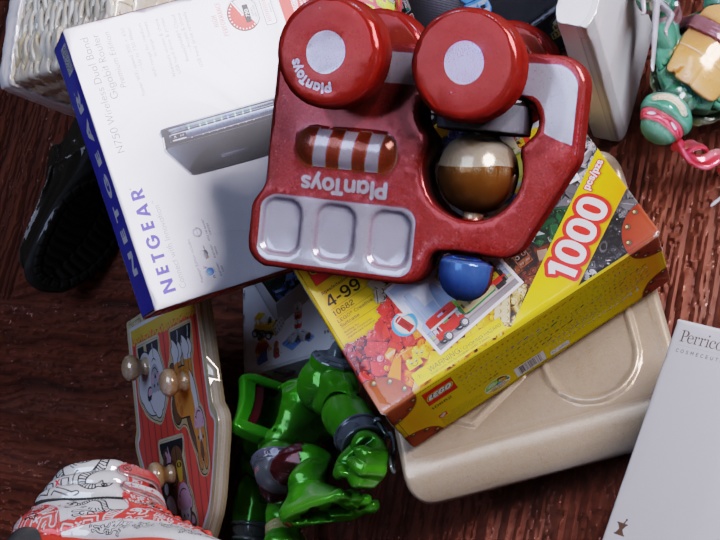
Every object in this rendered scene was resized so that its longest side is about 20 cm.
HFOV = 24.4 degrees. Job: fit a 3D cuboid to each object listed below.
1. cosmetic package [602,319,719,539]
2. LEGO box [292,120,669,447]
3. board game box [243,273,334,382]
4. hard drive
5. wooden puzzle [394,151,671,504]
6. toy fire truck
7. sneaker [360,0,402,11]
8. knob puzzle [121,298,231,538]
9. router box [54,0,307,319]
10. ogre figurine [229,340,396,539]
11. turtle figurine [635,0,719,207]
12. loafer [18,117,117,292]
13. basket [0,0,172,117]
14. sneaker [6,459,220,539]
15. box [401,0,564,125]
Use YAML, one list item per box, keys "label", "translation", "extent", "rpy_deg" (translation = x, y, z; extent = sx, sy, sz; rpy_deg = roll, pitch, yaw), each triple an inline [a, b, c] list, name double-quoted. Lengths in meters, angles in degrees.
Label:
- label: "cosmetic package"
  translation: [0.212, 0.141, 0.958]
  extent: [0.107, 0.085, 0.201]
  rpy_deg: [12, 80, 43]
- label: "LEGO box"
  translation: [0.070, -0.010, 1.047]
  extent: [0.200, 0.077, 0.149]
  rpy_deg: [-34, 63, 1]
- label: "board game box"
  translation: [0.000, 0.000, 1.214]
  extent: [0.199, 0.035, 0.127]
  rpy_deg: [-17, 62, 31]
- label: "hard drive"
  translation: [0.162, -0.177, 1.057]
  extent: [0.026, 0.200, 0.133]
  rpy_deg: [13, 79, 18]
- label: "wooden puzzle"
  translation: [0.104, 0.039, 1.086]
  extent: [0.184, 0.046, 0.201]
  rpy_deg: [-16, 65, 10]
- label: "toy fire truck"
  translation: [0.035, -0.071, 0.992]
  extent: [0.199, 0.112, 0.169]
  rpy_deg: [8, 96, 19]
- label: "sneaker"
  translation: [0.002, -0.187, 1.206]
  extent: [0.201, 0.090, 0.078]
  rpy_deg: [65, 155, 15]
- label: "knob puzzle"
  translation: [-0.140, 0.121, 1.213]
  extent: [0.219, 0.030, 0.221]
  rpy_deg: [15, 107, 63]
- label: "router box"
  translation: [-0.094, -0.088, 1.145]
  extent: [0.201, 0.179, 0.049]
  rpy_deg: [71, 160, 2]
- label: "ogre figurine"
  translation: [-0.041, 0.130, 1.145]
  extent: [0.200, 0.098, 0.120]
  rpy_deg: [107, 161, -56]
- label: "turtle figurine"
  translation: [0.227, -0.144, 1.047]
  extent: [0.200, 0.149, 0.101]
  rpy_deg: [-56, 8, -11]
- label: "loafer"
  translation: [-0.234, -0.074, 1.410]
  extent: [0.071, 0.073, 0.201]
  rpy_deg: [12, 71, 46]
- label: "basket"
  translation: [-0.146, -0.217, 1.285]
  extent: [0.160, 0.198, 0.201]
  rpy_deg: [-7, 73, 49]
- label: "sneaker"
  translation: [-0.141, 0.180, 1.147]
  extent: [0.200, 0.068, 0.108]
  rpy_deg: [1, 32, 16]
- label: "box"
  translation: [0.071, -0.216, 1.243]
  extent: [0.198, 0.050, 0.201]
  rpy_deg: [-34, 54, 24]
